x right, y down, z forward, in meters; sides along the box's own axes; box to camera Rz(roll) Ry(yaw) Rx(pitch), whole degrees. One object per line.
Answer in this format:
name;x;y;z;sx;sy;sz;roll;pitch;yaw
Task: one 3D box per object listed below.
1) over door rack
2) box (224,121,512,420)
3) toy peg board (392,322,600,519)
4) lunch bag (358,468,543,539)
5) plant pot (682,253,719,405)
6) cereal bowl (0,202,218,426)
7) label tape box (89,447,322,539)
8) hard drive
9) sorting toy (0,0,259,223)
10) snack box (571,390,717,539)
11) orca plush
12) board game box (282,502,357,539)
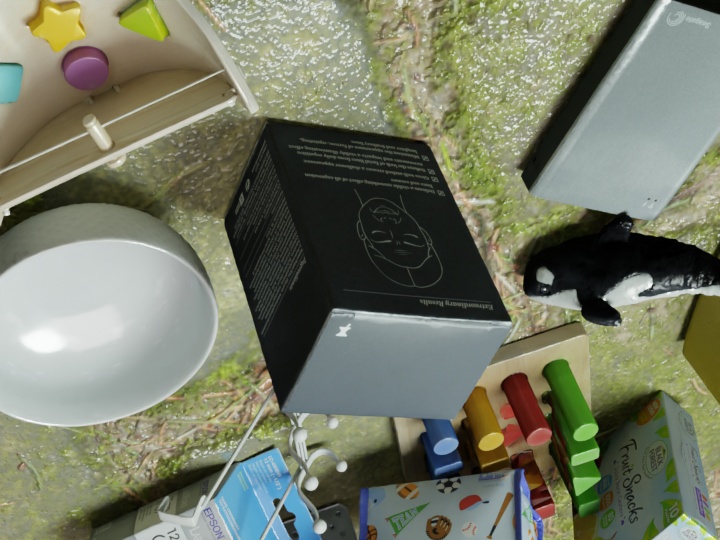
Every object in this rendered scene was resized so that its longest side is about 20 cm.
over door rack;-0.081;0.195;1.264;0.200;0.066;0.149;-47;146;-32
box;0.000;0.000;1.067;0.147;0.201;0.108;6;132;-27
toy peg board;0.142;0.176;1.386;0.197;0.098;0.201;-18;138;-5
lunch bag;0.085;0.304;1.327;0.168;0.202;0.124;-12;137;16
plant pot;0.428;0.040;1.308;0.197;0.201;0.178;-13;126;-10
cereal bowl;-0.210;0.023;1.091;0.197;0.084;0.202;-12;138;-11
label tape box;-0.138;0.276;1.349;0.198;0.066;0.145;-24;104;5
hard drive;0.235;-0.133;1.154;0.138;0.033;0.201;9;130;-30
sorting toy;-0.194;-0.153;0.914;0.198;0.107;0.181;-24;131;3
snack box;0.276;0.231;1.423;0.053;0.201;0.142;38;115;-16
orca plush;0.230;-0.008;1.214;0.105;0.198;0.072;-49;136;-37
board game box;-0.078;0.354;1.407;0.198;0.202;0.026;-18;152;-4
